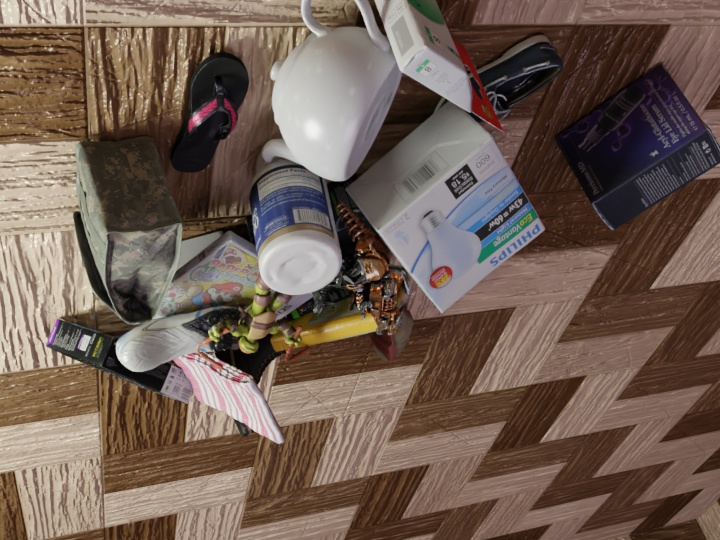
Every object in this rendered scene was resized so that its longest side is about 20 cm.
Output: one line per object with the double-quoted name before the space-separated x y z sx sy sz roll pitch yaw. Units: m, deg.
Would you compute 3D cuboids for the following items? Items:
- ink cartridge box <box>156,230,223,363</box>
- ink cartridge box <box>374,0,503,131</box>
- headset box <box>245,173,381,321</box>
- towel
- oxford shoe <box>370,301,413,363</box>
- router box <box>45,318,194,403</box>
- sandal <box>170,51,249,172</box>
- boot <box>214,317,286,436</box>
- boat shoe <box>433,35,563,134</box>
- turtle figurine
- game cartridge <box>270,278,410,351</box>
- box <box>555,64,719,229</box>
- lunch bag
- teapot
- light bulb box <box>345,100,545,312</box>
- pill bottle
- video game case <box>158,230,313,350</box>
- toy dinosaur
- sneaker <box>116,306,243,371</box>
"ink cartridge box" -0.256 0.045 1.357 0.142 0.085 0.202 -15 145 -6
"ink cartridge box" 0.105 -0.272 1.058 0.198 0.163 0.050 18 135 -41
"headset box" -0.067 -0.030 1.349 0.196 0.094 0.175 -20 144 0
"towel" -0.208 0.187 1.333 0.030 0.198 0.148 -47 136 -27
"oxford shoe" 0.060 0.083 1.605 0.074 0.070 0.202 -36 150 -26
"router box" -0.377 0.146 1.387 0.147 0.052 0.200 11 163 36
"sandal" -0.191 -0.190 1.115 0.074 0.046 0.201 3 138 -29
"boot" -0.165 0.165 1.467 0.136 0.204 0.077 -11 170 -20
"boat shoe" 0.192 -0.246 1.222 0.198 0.063 0.075 -30 146 14
"turtle figurine" -0.134 0.065 1.260 0.197 0.065 0.163 7 126 -39
"game cartridge" -0.029 0.061 1.401 0.196 0.177 0.033 -12 110 20
"box" 0.426 -0.187 1.345 0.199 0.150 0.104 -35 143 18
"lunch bag" -0.309 -0.046 1.142 0.115 0.166 0.202 -9 143 -25
"teapot" -0.042 -0.221 1.068 0.203 0.144 0.197 -62 176 -5
"light bulb box" 0.121 -0.086 1.220 0.197 0.125 0.200 -39 131 4
"pill bottle" -0.093 -0.077 1.172 0.109 0.202 0.112 -8 140 -7
"video game case" -0.188 0.036 1.281 0.181 0.023 0.199 -34 140 21
"toy dinosaur" 0.000 0.000 1.244 0.133 0.204 0.102 -11 -177 17
"sneaker" -0.256 0.090 1.261 0.197 0.072 0.073 -15 118 -25
